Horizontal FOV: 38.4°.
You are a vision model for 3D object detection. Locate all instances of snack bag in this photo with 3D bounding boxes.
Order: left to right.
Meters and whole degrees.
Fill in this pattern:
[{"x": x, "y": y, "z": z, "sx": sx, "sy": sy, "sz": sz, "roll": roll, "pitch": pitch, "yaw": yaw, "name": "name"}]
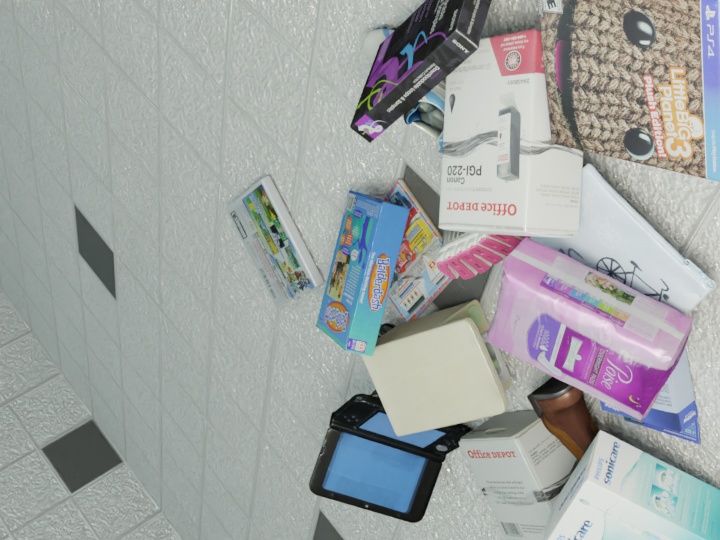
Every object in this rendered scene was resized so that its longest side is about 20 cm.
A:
[{"x": 0.261, "y": 0.003, "z": 1.107, "sx": 0.189, "sy": 0.021, "sz": 0.201, "roll": 47, "pitch": 143, "yaw": 16, "name": "snack bag"}]

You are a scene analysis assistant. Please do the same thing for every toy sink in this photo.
[{"x": 0.121, "y": 0.125, "z": 1.386, "sx": 0.198, "sy": 0.111, "sz": 0.132, "roll": -22, "pitch": 95, "yaw": 43, "name": "toy sink"}]

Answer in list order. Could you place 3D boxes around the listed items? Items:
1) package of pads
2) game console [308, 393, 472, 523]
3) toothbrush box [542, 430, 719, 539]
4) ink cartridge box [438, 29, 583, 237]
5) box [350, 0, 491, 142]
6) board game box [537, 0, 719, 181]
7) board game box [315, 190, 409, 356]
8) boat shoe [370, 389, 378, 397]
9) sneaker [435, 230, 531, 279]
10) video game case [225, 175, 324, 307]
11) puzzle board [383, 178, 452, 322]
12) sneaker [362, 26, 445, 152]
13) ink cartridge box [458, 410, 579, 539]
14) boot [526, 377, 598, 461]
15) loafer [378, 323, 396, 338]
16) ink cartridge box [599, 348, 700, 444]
[{"x": 0.233, "y": 0.062, "z": 1.077, "sx": 0.198, "sy": 0.076, "sz": 0.122, "roll": 28, "pitch": 144, "yaw": 19, "name": "package of pads"}, {"x": 0.046, "y": 0.287, "z": 1.561, "sx": 0.197, "sy": 0.118, "sz": 0.176, "roll": 19, "pitch": 151, "yaw": -15, "name": "game console"}, {"x": 0.324, "y": 0.297, "z": 1.173, "sx": 0.197, "sy": 0.086, "sz": 0.148, "roll": 25, "pitch": 131, "yaw": 7, "name": "toothbrush box"}, {"x": 0.158, "y": -0.139, "z": 1.087, "sx": 0.145, "sy": 0.084, "sz": 0.204, "roll": 6, "pitch": 96, "yaw": 55, "name": "ink cartridge box"}, {"x": 0.070, "y": -0.244, "z": 1.124, "sx": 0.036, "sy": 0.145, "sz": 0.199, "roll": 33, "pitch": 142, "yaw": -20, "name": "box"}, {"x": 0.270, "y": -0.188, "z": 0.935, "sx": 0.199, "sy": 0.096, "sz": 0.162, "roll": 22, "pitch": 132, "yaw": 48, "name": "board game box"}, {"x": 0.000, "y": 0.000, "z": 1.420, "sx": 0.152, "sy": 0.044, "sz": 0.204, "roll": -150, "pitch": 73, "yaw": -69, "name": "board game box"}, {"x": 0.070, "y": 0.215, "z": 1.612, "sx": 0.199, "sy": 0.063, "sz": 0.072, "roll": -13, "pitch": 104, "yaw": 59, "name": "boat shoe"}, {"x": 0.166, "y": -0.064, "z": 1.220, "sx": 0.199, "sy": 0.073, "sz": 0.089, "roll": -29, "pitch": 48, "yaw": 43, "name": "sneaker"}, {"x": -0.150, "y": -0.046, "z": 1.778, "sx": 0.203, "sy": 0.022, "sz": 0.182, "roll": 63, "pitch": 150, "yaw": -1, "name": "video game case"}, {"x": 0.061, "y": -0.020, "z": 1.478, "sx": 0.152, "sy": 0.017, "sz": 0.200, "roll": 56, "pitch": 150, "yaw": 11, "name": "puzzle board"}, {"x": 0.062, "y": -0.223, "z": 1.254, "sx": 0.200, "sy": 0.072, "sz": 0.072, "roll": 49, "pitch": 150, "yaw": 23, "name": "sneaker"}, {"x": 0.238, "y": 0.296, "z": 1.402, "sx": 0.144, "sy": 0.083, "sz": 0.203, "roll": -19, "pitch": 99, "yaw": 61, "name": "ink cartridge box"}, {"x": 0.281, "y": 0.219, "z": 1.245, "sx": 0.201, "sy": 0.068, "sz": 0.189, "roll": 55, "pitch": 167, "yaw": 11, "name": "boot"}, {"x": 0.074, "y": 0.150, "z": 1.530, "sx": 0.200, "sy": 0.062, "sz": 0.073, "roll": 41, "pitch": 106, "yaw": 34, "name": "loafer"}, {"x": 0.314, "y": 0.104, "z": 1.171, "sx": 0.118, "sy": 0.042, "sz": 0.203, "roll": 12, "pitch": 126, "yaw": 53, "name": "ink cartridge box"}]
